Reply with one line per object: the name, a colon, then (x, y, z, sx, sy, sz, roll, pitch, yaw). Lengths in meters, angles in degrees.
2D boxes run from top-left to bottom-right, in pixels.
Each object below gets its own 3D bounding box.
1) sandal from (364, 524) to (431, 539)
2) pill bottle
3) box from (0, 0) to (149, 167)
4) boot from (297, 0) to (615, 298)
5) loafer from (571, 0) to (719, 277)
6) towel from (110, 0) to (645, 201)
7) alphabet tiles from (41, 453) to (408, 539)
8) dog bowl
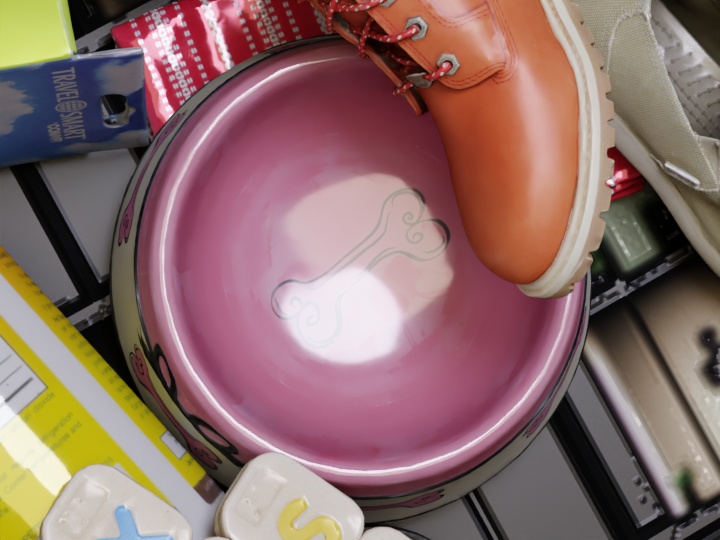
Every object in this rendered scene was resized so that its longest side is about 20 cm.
sandal: (0.045, 0.187, 0.808, 0.075, 0.045, 0.201, -33, 90, -7)
pill bottle: (-0.149, 0.059, 0.765, 0.109, 0.109, 0.200, -42, 91, -7)
box: (-0.183, -0.067, 0.763, 0.198, 0.122, 0.048, -10, 78, -7)
boot: (0.023, -0.084, 0.704, 0.107, 0.075, 0.201, -6, 78, -29)
loafer: (0.158, -0.051, 0.812, 0.200, 0.068, 0.076, 40, 66, -11)
towel: (0.012, -0.070, 0.836, 0.199, 0.022, 0.146, -21, 87, -7)
alphabet tiles: (-0.044, 0.163, 0.683, 0.195, 0.015, 0.200, 36, 60, -3)
dog bowl: (0.000, 0.000, 0.782, 0.198, 0.074, 0.202, 0, 85, -5)
